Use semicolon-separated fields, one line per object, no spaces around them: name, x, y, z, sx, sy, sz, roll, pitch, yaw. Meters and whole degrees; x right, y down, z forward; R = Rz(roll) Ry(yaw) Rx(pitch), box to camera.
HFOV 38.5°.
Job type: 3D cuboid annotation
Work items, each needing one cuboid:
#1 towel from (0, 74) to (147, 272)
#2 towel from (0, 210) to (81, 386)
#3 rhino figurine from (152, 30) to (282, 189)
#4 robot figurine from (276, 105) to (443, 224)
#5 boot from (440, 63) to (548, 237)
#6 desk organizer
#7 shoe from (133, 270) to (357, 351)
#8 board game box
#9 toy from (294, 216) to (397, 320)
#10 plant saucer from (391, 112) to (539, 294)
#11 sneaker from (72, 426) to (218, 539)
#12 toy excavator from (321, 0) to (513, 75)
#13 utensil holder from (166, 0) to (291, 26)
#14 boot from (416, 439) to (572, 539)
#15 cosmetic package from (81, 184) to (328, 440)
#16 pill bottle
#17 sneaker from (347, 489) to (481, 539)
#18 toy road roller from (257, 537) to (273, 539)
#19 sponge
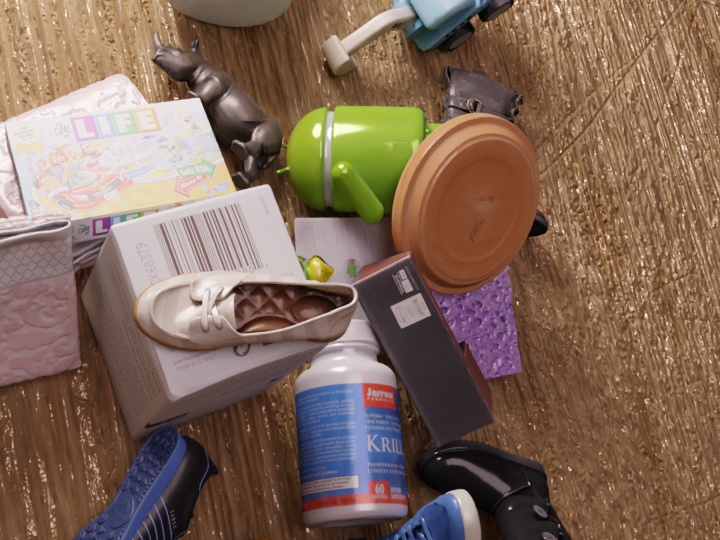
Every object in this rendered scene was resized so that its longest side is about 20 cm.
towel;-0.281;-0.102;1.060;0.199;0.032;0.192;-30;69;-30
towel;-0.355;0.041;0.940;0.197;0.193;0.032;-11;43;-25
rhino figurine;-0.165;-0.190;1.156;0.200;0.060;0.087;48;42;-1
robot figurine;0.007;-0.123;1.150;0.196;0.118;0.176;1;26;2
boot;0.169;-0.153;1.283;0.198;0.069;0.176;29;65;-10
desk organizer;0.070;0.077;1.109;0.071;0.077;0.202;-25;102;14
shoe;-0.095;0.029;0.890;0.197;0.053;0.071;0;71;-23
board game box;-0.236;-0.099;1.014;0.197;0.034;0.136;-12;57;-22
toy;0.000;0.000;1.164;0.198;0.047;0.117;-3;87;-42
plant saucer;0.122;-0.069;1.129;0.198;0.032;0.204;-14;117;-30
sneaker;-0.211;0.251;0.988;0.201;0.070;0.078;-55;131;-12
toy excavator;0.064;-0.318;1.266;0.199;0.193;0.101;-23;82;-56
utensil holder;-0.147;-0.407;1.180;0.167;0.170;0.204;10;72;-20
boot;0.154;0.277;1.079;0.162;0.066;0.201;11;35;-20
cosmetic package;-0.158;0.045;1.003;0.163;0.200;0.167;-18;79;-26
pill bottle;-0.013;0.159;1.076;0.110;0.112;0.203;2;71;-22
sneaker;0.038;0.284;1.013;0.109;0.201;0.078;0;53;-23
toy road roller;-0.082;0.351;0.983;0.198;0.123;0.147;31;52;-10
sponge;0.125;0.029;1.201;0.110;0.030;0.204;-6;88;-25
